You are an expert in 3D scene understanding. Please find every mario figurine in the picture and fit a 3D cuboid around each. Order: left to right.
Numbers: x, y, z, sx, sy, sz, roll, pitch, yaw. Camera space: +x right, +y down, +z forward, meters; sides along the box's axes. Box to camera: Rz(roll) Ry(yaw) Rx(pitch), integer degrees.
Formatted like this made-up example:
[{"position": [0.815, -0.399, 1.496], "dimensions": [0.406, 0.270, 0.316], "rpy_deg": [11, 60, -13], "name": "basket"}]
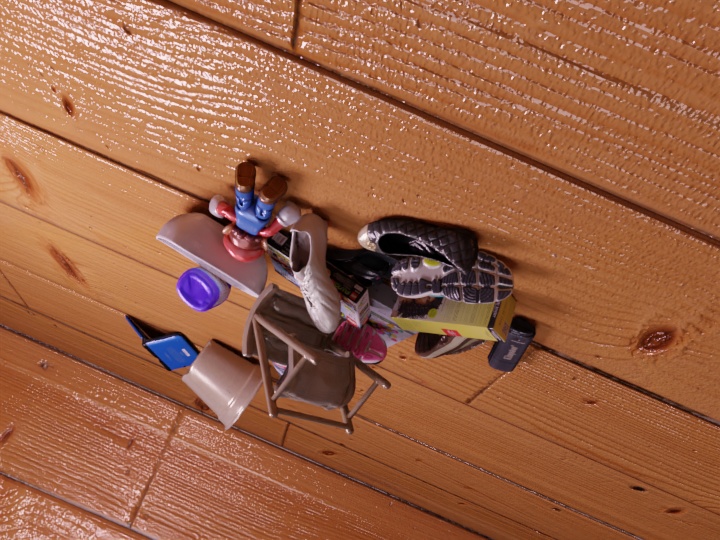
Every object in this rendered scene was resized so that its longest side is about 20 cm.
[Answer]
[{"position": [-0.169, -0.100, 1.268], "dimensions": [0.124, 0.105, 0.201], "rpy_deg": [55, 150, 16], "name": "mario figurine"}]

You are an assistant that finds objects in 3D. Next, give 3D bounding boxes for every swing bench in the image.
[{"position": [-0.085, 0.151, 1.367], "dimensions": [0.197, 0.130, 0.201], "rpy_deg": [24, -159, -44], "name": "swing bench"}]

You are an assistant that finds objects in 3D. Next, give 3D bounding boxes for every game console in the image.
[{"position": [-0.573, 0.201, 2.344], "dimensions": [0.167, 0.120, 0.201], "rpy_deg": [-14, 151, 4], "name": "game console"}]

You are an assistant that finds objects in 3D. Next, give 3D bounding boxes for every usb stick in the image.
[{"position": [0.259, 0.131, 1.384], "dimensions": [0.055, 0.033, 0.201], "rpy_deg": [21, 157, 8], "name": "usb stick"}]

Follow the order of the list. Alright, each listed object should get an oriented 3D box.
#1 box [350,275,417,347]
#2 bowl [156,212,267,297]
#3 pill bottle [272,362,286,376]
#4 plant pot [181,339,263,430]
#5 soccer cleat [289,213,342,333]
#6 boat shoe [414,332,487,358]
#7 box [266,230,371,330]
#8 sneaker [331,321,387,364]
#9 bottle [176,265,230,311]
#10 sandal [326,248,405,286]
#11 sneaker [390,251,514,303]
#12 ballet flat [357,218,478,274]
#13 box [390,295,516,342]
[{"position": [0.024, 0.076, 1.480], "dimensions": [0.154, 0.042, 0.200], "rpy_deg": [29, 158, -12], "name": "box"}, {"position": [-0.254, -0.036, 1.409], "dimensions": [0.198, 0.075, 0.199], "rpy_deg": [33, 173, -21], "name": "bowl"}, {"position": [-0.137, 0.186, 1.769], "dimensions": [0.118, 0.121, 0.201], "rpy_deg": [16, 157, 15], "name": "pill bottle"}, {"position": [-0.375, 0.294, 2.170], "dimensions": [0.183, 0.202, 0.200], "rpy_deg": [38, 155, -7], "name": "plant pot"}, {"position": [-0.078, 0.011, 1.269], "dimensions": [0.068, 0.077, 0.204], "rpy_deg": [5, 113, 32], "name": "soccer cleat"}, {"position": [0.166, 0.121, 1.403], "dimensions": [0.074, 0.076, 0.202], "rpy_deg": [23, 158, -16], "name": "boat shoe"}, {"position": [-0.071, 0.015, 1.373], "dimensions": [0.198, 0.035, 0.111], "rpy_deg": [33, 159, 19], "name": "box"}, {"position": [-0.018, 0.142, 1.521], "dimensions": [0.197, 0.075, 0.087], "rpy_deg": [9, 155, 41], "name": "sneaker"}, {"position": [-0.294, 0.030, 1.559], "dimensions": [0.083, 0.065, 0.200], "rpy_deg": [42, -174, 1], "name": "bottle"}, {"position": [0.000, 0.001, 1.325], "dimensions": [0.198, 0.049, 0.075], "rpy_deg": [0, 147, 44], "name": "sandal"}, {"position": [0.142, 0.009, 1.206], "dimensions": [0.197, 0.079, 0.079], "rpy_deg": [5, 178, 34], "name": "sneaker"}, {"position": [0.077, -0.036, 1.161], "dimensions": [0.197, 0.058, 0.067], "rpy_deg": [8, 152, 33], "name": "ballet flat"}, {"position": [0.147, 0.064, 1.292], "dimensions": [0.197, 0.076, 0.050], "rpy_deg": [3, 151, 37], "name": "box"}]
